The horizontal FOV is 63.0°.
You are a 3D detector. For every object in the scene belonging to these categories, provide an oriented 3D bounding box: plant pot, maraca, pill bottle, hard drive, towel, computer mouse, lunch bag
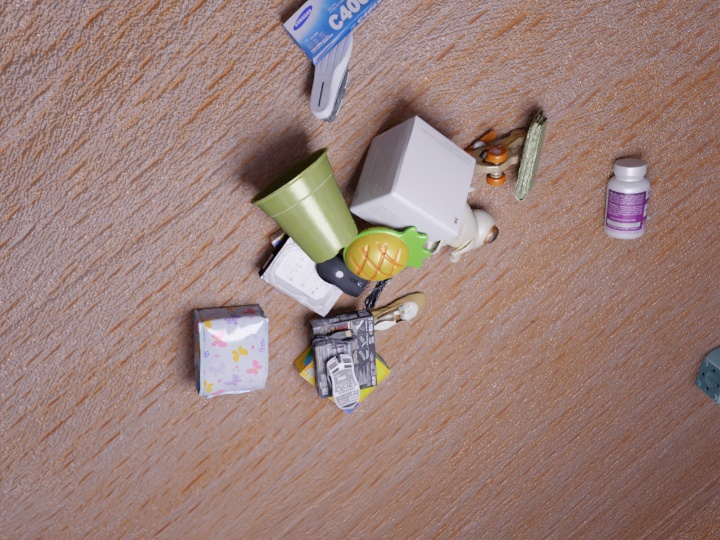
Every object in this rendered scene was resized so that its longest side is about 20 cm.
[{"bbox_3d":[1.308,0.380,2.061,0.196,0.197,0.200,1,113,-12],"label":"plant pot"},{"bbox_3d":[0.058,-0.040,1.317,0.196,0.108,0.139,-9,134,7],"label":"maraca"},{"bbox_3d":[0.737,-0.199,1.624,0.110,0.112,0.204,-14,118,-14],"label":"pill bottle"},{"bbox_3d":[-0.123,0.006,1.389,0.199,0.038,0.140,34,98,-31],"label":"hard drive"},{"bbox_3d":[-0.102,-0.128,1.267,0.199,0.200,0.191,-36,109,-2],"label":"plant pot"},{"bbox_3d":[0.424,-0.286,1.462,0.036,0.148,0.204,14,119,20],"label":"towel"},{"bbox_3d":[0.000,0.000,1.389,0.199,0.046,0.142,36,87,-32],"label":"computer mouse"},{"bbox_3d":[-0.052,0.239,1.422,0.108,0.044,0.204,-15,108,-17],"label":"computer mouse"},{"bbox_3d":[-0.310,0.194,1.397,0.166,0.127,0.204,-4,105,-21],"label":"lunch bag"}]

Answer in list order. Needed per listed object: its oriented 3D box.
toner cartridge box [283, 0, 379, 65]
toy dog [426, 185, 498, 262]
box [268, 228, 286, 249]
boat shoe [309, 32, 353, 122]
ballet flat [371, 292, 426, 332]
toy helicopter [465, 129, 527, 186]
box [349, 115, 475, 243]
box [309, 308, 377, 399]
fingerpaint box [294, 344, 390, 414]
[{"bbox_3d":[-0.053,-0.526,1.196,0.200,0.043,0.095,-44,90,2],"label":"toner cartridge box"},{"bbox_3d":[0.250,-0.120,1.469,0.197,0.140,0.196,13,113,-37],"label":"toy dog"},{"bbox_3d":[-0.119,-0.030,1.417,0.118,0.042,0.202,-34,118,-4],"label":"box"},{"bbox_3d":[-0.059,-0.416,1.252,0.071,0.071,0.204,19,89,-70],"label":"boat shoe"},{"bbox_3d":[0.095,0.120,1.551,0.197,0.063,0.070,-22,119,-11],"label":"ballet flat"},{"bbox_3d":[0.336,-0.296,1.441,0.199,0.131,0.080,-37,137,-29],"label":"toy helicopter"},{"bbox_3d":[0.118,-0.192,1.319,0.197,0.170,0.204,28,70,-28],"label":"box"},{"bbox_3d":[-0.040,0.208,1.464,0.154,0.050,0.204,-10,113,-15],"label":"box"},{"bbox_3d":[-0.046,0.252,1.549,0.167,0.073,0.200,-45,118,2],"label":"fingerpaint box"}]
